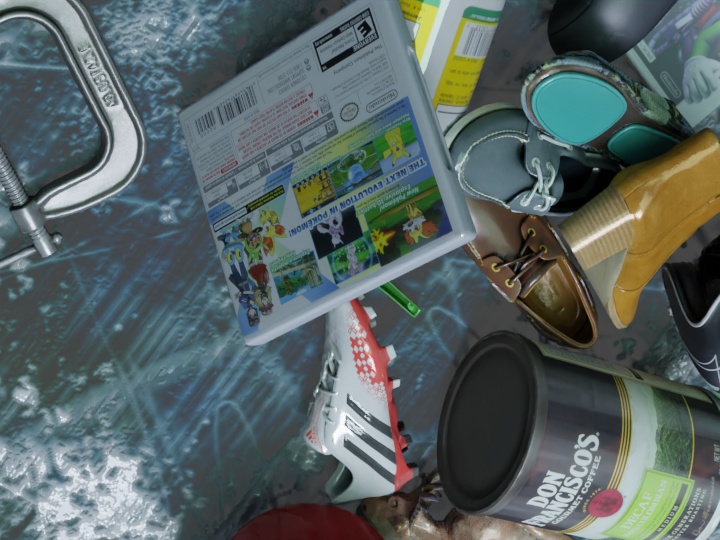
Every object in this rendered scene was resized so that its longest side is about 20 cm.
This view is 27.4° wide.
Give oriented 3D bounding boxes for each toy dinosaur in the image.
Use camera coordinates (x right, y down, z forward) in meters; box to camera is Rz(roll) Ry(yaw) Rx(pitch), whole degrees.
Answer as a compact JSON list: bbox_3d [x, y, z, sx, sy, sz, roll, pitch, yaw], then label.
[{"bbox_3d":[0.110,0.208,1.257,0.198,0.086,0.137,-19,81,-24],"label":"toy dinosaur"}]

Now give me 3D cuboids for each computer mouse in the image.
[{"bbox_3d":[0.198,-0.247,1.074,0.140,0.046,0.200,39,99,-27],"label":"computer mouse"}]

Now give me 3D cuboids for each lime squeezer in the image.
[{"bbox_3d":[0.000,0.000,1.109,0.038,0.200,0.071,-34,77,3],"label":"lime squeezer"}]

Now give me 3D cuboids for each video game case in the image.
[{"bbox_3d":[0.266,-0.236,1.136,0.182,0.023,0.200,-41,116,4],"label":"video game case"},{"bbox_3d":[-0.029,-0.069,1.018,0.199,0.184,0.022,-26,164,32],"label":"video game case"}]

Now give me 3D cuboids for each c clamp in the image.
[{"bbox_3d":[-0.244,-0.100,1.056,0.169,0.027,0.202,-20,116,-6],"label":"c clamp"}]

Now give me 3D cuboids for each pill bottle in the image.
[{"bbox_3d":[0.023,-0.128,1.067,0.112,0.113,0.202,12,109,-19],"label":"pill bottle"}]

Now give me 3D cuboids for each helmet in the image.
[{"bbox_3d":[0.349,0.036,1.178,0.198,0.191,0.202,-6,114,-13],"label":"helmet"}]

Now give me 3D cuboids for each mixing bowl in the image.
[{"bbox_3d":[-0.044,0.262,1.203,0.198,0.109,0.202,-2,131,-2],"label":"mixing bowl"}]

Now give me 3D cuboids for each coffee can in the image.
[{"bbox_3d":[0.183,0.143,1.199,0.198,0.147,0.148,16,108,-25],"label":"coffee can"}]

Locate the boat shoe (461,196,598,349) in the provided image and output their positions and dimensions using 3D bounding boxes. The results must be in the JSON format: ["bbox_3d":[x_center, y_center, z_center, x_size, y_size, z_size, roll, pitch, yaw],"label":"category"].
[{"bbox_3d":[0.129,-0.014,1.168,0.072,0.068,0.200,-40,116,4],"label":"boat shoe"}]

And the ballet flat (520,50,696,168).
[{"bbox_3d":[0.178,-0.125,1.095,0.199,0.074,0.075,25,105,-45],"label":"ballet flat"}]

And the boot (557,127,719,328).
[{"bbox_3d":[0.237,-0.030,1.139,0.143,0.071,0.201,-30,154,7],"label":"boot"}]

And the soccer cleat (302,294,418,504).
[{"bbox_3d":[-0.011,0.102,1.183,0.084,0.069,0.202,-19,120,-9],"label":"soccer cleat"}]

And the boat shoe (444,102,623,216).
[{"bbox_3d":[0.132,-0.076,1.097,0.199,0.062,0.073,3,116,-50],"label":"boat shoe"}]
